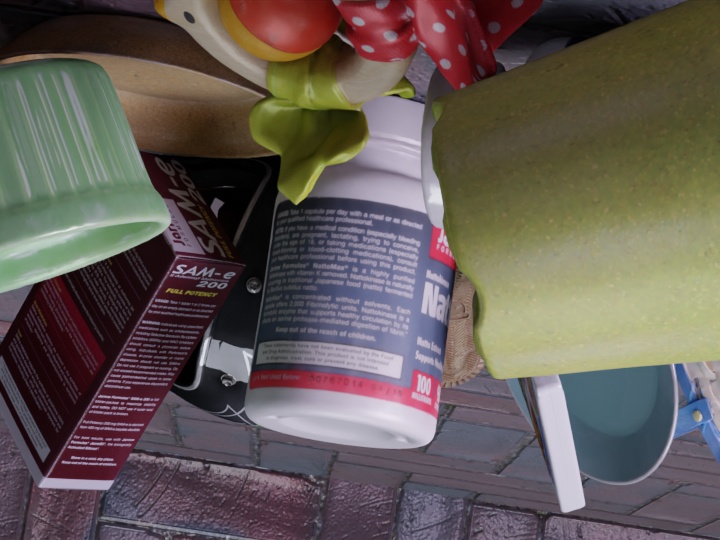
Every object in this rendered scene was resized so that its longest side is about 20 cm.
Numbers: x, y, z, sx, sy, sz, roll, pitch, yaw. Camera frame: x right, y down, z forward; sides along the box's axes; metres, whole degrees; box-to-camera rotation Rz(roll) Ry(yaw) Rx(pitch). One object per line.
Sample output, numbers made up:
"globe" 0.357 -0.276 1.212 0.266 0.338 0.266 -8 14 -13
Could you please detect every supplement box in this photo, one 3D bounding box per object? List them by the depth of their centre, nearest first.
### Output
"supplement box" -0.162 0.033 1.437 0.061 0.109 0.201 6 127 -41

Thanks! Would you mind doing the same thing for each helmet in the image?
"helmet" -0.063 0.014 1.511 0.190 0.202 0.200 17 176 37

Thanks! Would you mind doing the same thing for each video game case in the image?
"video game case" 0.098 0.031 1.386 0.018 0.201 0.144 -16 143 0

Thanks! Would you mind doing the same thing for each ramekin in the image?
"ramekin" -0.213 -0.045 1.232 0.198 0.099 0.200 -17 176 -1

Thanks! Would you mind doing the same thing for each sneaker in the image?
"sneaker" 0.055 -0.022 1.556 0.069 0.109 0.201 -7 138 -11

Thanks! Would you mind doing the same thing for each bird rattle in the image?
"bird rattle" -0.018 -0.118 1.089 0.162 0.113 0.200 29 159 -16

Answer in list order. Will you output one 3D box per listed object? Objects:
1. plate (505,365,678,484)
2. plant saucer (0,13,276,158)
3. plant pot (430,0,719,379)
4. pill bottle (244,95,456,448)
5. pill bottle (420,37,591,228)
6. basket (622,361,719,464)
"plate" 0.166 0.058 1.614 0.025 0.202 0.200 -22 -174 -33
"plant saucer" -0.127 -0.112 1.327 0.198 0.036 0.200 8 168 2
"plant pot" 0.132 -0.033 0.997 0.183 0.202 0.200 -13 165 8
"pill bottle" 0.000 0.000 1.362 0.118 0.202 0.120 8 169 2
"pill bottle" 0.137 -0.061 1.166 0.198 0.121 0.120 3 167 16
"basket" 0.302 0.081 1.617 0.175 0.140 0.200 -19 167 -34
